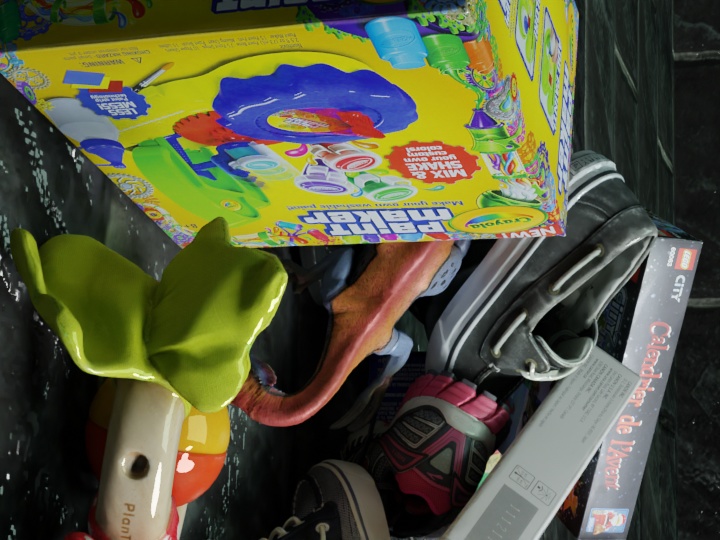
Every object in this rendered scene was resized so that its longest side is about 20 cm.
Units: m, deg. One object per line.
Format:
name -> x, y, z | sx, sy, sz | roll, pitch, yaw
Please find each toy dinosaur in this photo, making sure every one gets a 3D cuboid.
toy dinosaur -> 0.000, 0.000, 0.777 | 0.201, 0.104, 0.182 | -57, -178, 46

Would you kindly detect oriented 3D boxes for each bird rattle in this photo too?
bird rattle -> -0.082, 0.078, 0.599 | 0.163, 0.111, 0.203 | -51, 142, -86

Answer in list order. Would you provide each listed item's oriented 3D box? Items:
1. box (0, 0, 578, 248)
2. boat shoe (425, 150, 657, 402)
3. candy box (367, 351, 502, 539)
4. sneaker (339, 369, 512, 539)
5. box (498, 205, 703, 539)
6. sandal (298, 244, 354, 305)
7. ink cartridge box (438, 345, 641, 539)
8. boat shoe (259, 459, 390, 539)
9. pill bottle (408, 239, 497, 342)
box -> -0.020, -0.105, 0.630 | 0.193, 0.198, 0.123 | 50, 42, -60
boat shoe -> 0.096, 0.028, 0.800 | 0.072, 0.071, 0.201 | -13, 143, -35
candy box -> 0.059, 0.168, 1.031 | 0.169, 0.076, 0.203 | 29, 62, -69
sneaker -> 0.022, 0.129, 0.864 | 0.075, 0.080, 0.200 | -59, 177, -30
box -> 0.149, 0.053, 0.939 | 0.137, 0.037, 0.202 | -134, -128, -64
sandal -> -0.006, -0.075, 0.903 | 0.075, 0.047, 0.202 | 58, 34, -57
ink cartridge box -> 0.074, 0.157, 0.829 | 0.200, 0.045, 0.177 | -43, 163, -47
boat shoe -> -0.035, 0.156, 0.767 | 0.200, 0.092, 0.076 | -126, -133, -69
pill bottle -> 0.072, -0.027, 0.947 | 0.201, 0.111, 0.113 | -98, 174, -56
